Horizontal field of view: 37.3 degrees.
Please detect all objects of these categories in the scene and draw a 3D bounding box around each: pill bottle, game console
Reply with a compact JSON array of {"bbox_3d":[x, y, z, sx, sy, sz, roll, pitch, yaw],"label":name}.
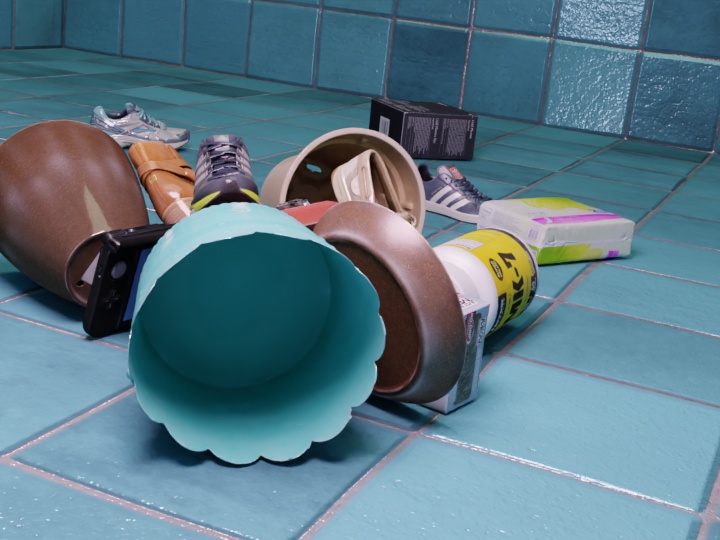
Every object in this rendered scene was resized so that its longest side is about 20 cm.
[{"bbox_3d":[0.115,0.022,1.186,0.114,0.114,0.200,14,18,26],"label":"pill bottle"},{"bbox_3d":[-0.161,-0.001,1.097,0.116,0.176,0.200,32,26,26],"label":"game console"}]

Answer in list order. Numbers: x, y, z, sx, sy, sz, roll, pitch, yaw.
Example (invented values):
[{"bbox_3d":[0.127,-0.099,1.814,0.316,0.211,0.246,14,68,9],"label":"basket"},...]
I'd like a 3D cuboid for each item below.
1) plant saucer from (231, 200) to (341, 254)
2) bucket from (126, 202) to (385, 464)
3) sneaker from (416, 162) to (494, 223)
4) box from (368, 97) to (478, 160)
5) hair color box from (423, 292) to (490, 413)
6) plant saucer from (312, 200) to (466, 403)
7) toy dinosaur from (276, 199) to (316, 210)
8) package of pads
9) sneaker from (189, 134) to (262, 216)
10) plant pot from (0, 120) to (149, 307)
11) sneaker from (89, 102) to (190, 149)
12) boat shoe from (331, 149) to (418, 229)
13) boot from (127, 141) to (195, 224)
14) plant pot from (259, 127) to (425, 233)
[{"bbox_3d":[-0.113,0.000,1.065,0.200,0.200,0.037,-16,67,-54],"label":"plant saucer"},{"bbox_3d":[-0.092,0.045,0.882,0.207,0.207,0.135,2,16,-15],"label":"bucket"},{"bbox_3d":[0.168,-0.136,1.813,0.200,0.085,0.075,16,18,30],"label":"sneaker"},{"bbox_3d":[0.138,-0.320,2.412,0.182,0.104,0.200,-1,18,-21],"label":"box"},{"bbox_3d":[0.023,0.057,1.052,0.200,0.099,0.061,17,20,33],"label":"hair color box"},{"bbox_3d":[0.010,0.036,0.963,0.034,0.200,0.200,-26,33,-38],"label":"plant saucer"},{"bbox_3d":[-0.028,-0.022,1.164,0.102,0.136,0.200,-40,27,-20],"label":"toy dinosaur"},{"bbox_3d":[0.297,-0.065,1.645,0.200,0.068,0.154,-4,19,-34],"label":"package of pads"},{"bbox_3d":[-0.141,-0.096,1.075,0.074,0.081,0.200,-7,8,-11],"label":"sneaker"},{"bbox_3d":[-0.307,-0.044,1.178,0.187,0.187,0.200,-4,28,-32],"label":"plant pot"},{"bbox_3d":[-0.430,-0.281,2.085,0.200,0.086,0.078,-1,18,-23],"label":"sneaker"},{"bbox_3d":[0.032,-0.047,1.274,0.065,0.200,0.072,-30,-14,35],"label":"boat shoe"},{"bbox_3d":[-0.192,-0.077,1.286,0.155,0.074,0.200,53,4,20],"label":"boot"},{"bbox_3d":[-0.044,-0.088,1.414,0.200,0.201,0.183,-1,7,-24],"label":"plant pot"}]
